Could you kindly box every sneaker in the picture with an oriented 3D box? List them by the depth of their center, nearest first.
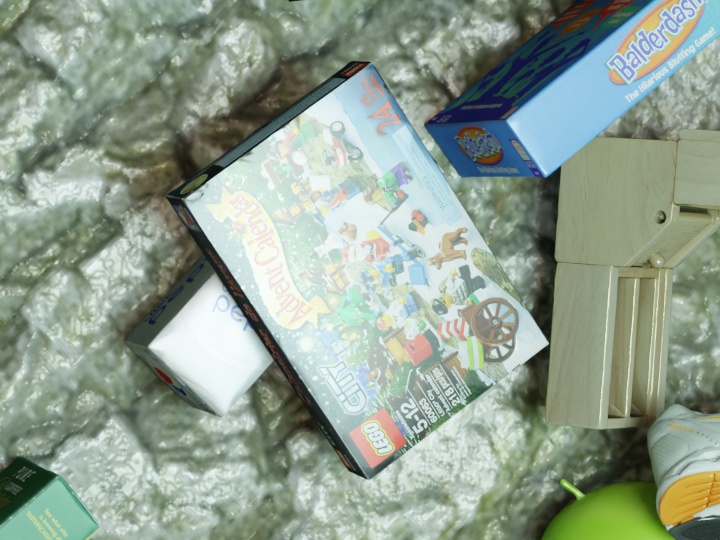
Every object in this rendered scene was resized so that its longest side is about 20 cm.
[{"bbox_3d":[0.265,0.106,1.737,0.200,0.092,0.076,1,130,-14],"label":"sneaker"}]

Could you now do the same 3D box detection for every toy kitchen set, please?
[{"bbox_3d":[0.241,0.010,1.775,0.163,0.200,0.181,2,92,-58],"label":"toy kitchen set"}]

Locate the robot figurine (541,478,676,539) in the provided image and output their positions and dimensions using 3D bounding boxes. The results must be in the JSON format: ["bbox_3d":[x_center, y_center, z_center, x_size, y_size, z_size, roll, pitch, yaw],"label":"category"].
[{"bbox_3d":[0.168,0.219,1.775,0.175,0.116,0.200,-6,94,-9],"label":"robot figurine"}]

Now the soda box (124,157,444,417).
[{"bbox_3d":[-0.045,-0.009,1.727,0.063,0.068,0.200,45,80,-13],"label":"soda box"}]

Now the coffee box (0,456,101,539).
[{"bbox_3d":[-0.241,0.187,1.647,0.200,0.123,0.044,-41,101,-13],"label":"coffee box"}]

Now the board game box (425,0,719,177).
[{"bbox_3d":[0.146,-0.131,1.737,0.200,0.152,0.045,-39,102,-13],"label":"board game box"}]

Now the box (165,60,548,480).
[{"bbox_3d":[0.000,0.000,1.686,0.137,0.038,0.200,-37,106,-13],"label":"box"}]
